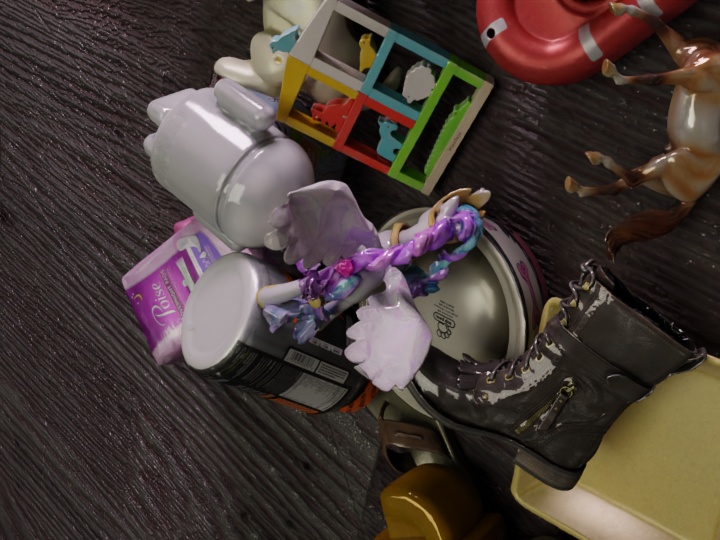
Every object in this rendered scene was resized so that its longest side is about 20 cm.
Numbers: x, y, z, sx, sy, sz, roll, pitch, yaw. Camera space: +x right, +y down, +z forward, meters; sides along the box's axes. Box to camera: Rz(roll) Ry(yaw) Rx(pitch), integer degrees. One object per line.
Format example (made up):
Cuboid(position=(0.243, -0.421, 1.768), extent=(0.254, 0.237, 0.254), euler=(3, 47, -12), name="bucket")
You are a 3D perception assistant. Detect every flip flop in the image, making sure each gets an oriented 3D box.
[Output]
Cuboid(position=(0.057, 0.188, 0.868), extent=(0.081, 0.057, 0.202), euler=(-45, 68, 41), name="flip flop")

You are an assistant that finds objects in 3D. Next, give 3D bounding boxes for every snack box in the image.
Cuboid(position=(-0.109, -0.132, 0.959), extent=(0.200, 0.052, 0.144), euler=(42, 129, 28), name="snack box")

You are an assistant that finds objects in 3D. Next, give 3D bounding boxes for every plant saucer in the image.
Cuboid(position=(0.231, 0.141, 0.689), extent=(0.198, 0.048, 0.204), euler=(23, 116, 40), name="plant saucer")

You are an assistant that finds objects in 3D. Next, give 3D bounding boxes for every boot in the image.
Cuboid(position=(0.143, 0.064, 0.658), extent=(0.198, 0.069, 0.176), euler=(30, 120, 5), name="boot")

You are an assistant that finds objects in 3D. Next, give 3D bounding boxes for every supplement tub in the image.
Cuboid(position=(-0.071, 0.071, 0.841), extent=(0.121, 0.199, 0.125), euler=(-23, 55, 36), name="supplement tub")

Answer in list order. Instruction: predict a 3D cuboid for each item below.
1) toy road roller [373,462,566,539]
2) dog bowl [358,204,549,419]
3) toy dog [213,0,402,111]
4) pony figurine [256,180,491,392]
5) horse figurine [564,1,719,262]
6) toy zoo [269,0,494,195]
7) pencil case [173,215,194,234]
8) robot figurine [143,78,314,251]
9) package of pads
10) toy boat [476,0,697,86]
Cuboid(position=(0.097, 0.259, 0.774), extent=(0.197, 0.122, 0.149), euler=(-13, 91, 33), name="toy road roller")
Cuboid(position=(0.091, 0.035, 0.787), extent=(0.198, 0.073, 0.204), euler=(13, 109, 42), name="dog bowl")
Cuboid(position=(-0.038, -0.267, 0.800), extent=(0.192, 0.138, 0.203), euler=(31, 119, 31), name="toy dog")
Cuboid(position=(0.000, 0.000, 0.692), extent=(0.199, 0.192, 0.168), euler=(-24, 99, 48), name="pony figurine")
Cuboid(position=(0.227, -0.105, 0.605), extent=(0.050, 0.130, 0.204), euler=(-99, 17, -68), name="horse figurine")
Cuboid(position=(0.007, -0.166, 0.772), extent=(0.197, 0.021, 0.132), euler=(25, 125, -8), name="toy zoo")
Cuboid(position=(-0.159, 0.026, 1.029), extent=(0.089, 0.094, 0.204), euler=(-17, 86, 3), name="pencil case")
Cuboid(position=(-0.124, -0.099, 0.815), extent=(0.199, 0.112, 0.171), euler=(36, 135, 21), name="robot figurine")
Cuboid(position=(-0.168, 0.007, 0.935), extent=(0.199, 0.075, 0.122), euler=(-34, 77, 24), name="package of pads")
Cuboid(position=(0.161, -0.224, 0.613), extent=(0.199, 0.129, 0.132), euler=(-35, 75, 44), name="toy boat")
